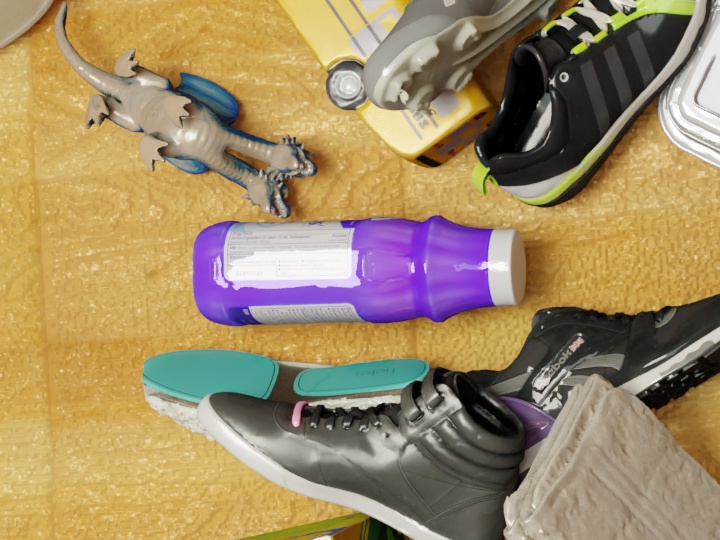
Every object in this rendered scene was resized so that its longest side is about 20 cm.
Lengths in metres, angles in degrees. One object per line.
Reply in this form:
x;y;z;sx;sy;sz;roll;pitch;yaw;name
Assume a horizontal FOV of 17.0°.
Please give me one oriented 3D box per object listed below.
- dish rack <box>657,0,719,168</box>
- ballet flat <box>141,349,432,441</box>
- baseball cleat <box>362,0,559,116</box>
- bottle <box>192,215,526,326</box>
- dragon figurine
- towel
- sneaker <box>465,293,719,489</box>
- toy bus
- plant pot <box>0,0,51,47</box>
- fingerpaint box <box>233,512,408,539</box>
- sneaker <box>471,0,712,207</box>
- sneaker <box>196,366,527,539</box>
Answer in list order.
0.281;-0.139;1.424;0.171;0.044;0.201;27;95;15;dish rack
-0.043;0.091;1.497;0.199;0.072;0.072;2;88;17;ballet flat
0.049;-0.164;1.436;0.106;0.200;0.070;40;138;18;baseball cleat
0.000;0.000;1.476;0.199;0.084;0.066;-2;87;17;bottle
-0.117;-0.096;1.525;0.200;0.099;0.059;33;99;34;dragon figurine
0.169;0.166;1.366;0.200;0.133;0.034;47;138;-12;towel
0.145;0.048;1.440;0.200;0.076;0.088;-33;74;12;sneaker
-0.002;-0.156;1.492;0.078;0.065;0.200;-36;79;11;toy bus
-0.304;-0.255;1.529;0.187;0.187;0.201;-24;67;13;plant pot
-0.080;0.203;1.445;0.199;0.167;0.074;-14;87;14;fingerpaint box
0.135;-0.125;1.432;0.072;0.083;0.201;36;99;41;sneaker
0.008;0.089;1.418;0.199;0.071;0.100;23;110;1;sneaker
